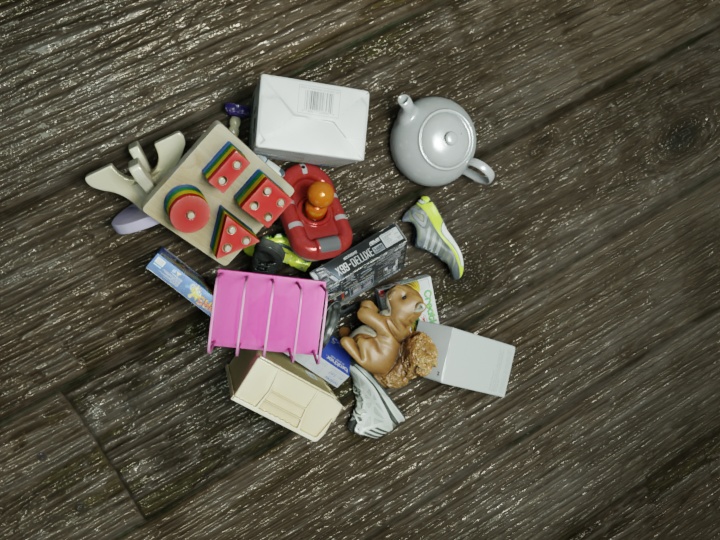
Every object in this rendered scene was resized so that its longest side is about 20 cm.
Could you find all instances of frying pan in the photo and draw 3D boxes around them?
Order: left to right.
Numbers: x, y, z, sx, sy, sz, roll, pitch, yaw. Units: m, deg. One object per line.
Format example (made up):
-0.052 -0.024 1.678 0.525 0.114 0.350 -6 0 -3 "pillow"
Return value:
-0.055 0.088 1.171 0.031 0.190 0.116 22 137 15 "frying pan"

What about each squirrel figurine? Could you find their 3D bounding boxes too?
0.076 0.135 1.196 0.187 0.142 0.200 -43 87 -1 "squirrel figurine"

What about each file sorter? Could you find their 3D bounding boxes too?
-0.161 0.083 1.009 0.198 0.125 0.141 7 94 -10 "file sorter"

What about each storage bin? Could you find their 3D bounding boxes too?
-0.155 0.227 1.147 0.198 0.200 0.094 33 87 -18 "storage bin"

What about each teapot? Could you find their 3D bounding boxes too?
0.165 -0.264 1.188 0.198 0.146 0.199 -11 102 -14 "teapot"

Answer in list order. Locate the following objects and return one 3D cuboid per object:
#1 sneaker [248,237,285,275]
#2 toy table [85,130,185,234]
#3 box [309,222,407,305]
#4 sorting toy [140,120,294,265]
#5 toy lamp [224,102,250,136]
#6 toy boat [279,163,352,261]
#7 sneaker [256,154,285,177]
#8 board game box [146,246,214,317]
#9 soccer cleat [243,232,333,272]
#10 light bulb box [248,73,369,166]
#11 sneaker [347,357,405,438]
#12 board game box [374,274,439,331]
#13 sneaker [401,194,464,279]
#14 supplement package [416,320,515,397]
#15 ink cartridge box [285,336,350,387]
-0.197 0.022 1.124 0.060 0.200 0.105 21 65 -5 "sneaker"
-0.380 -0.163 1.049 0.199 0.184 0.118 -34 123 -17 "toy table"
0.000 0.000 1.178 0.199 0.158 0.050 -31 72 -8 "box"
-0.237 -0.117 1.013 0.199 0.070 0.200 -46 134 4 "sorting toy"
-0.257 -0.220 1.124 0.058 0.058 0.202 7 96 -16 "toy lamp"
-0.087 -0.126 1.118 0.129 0.131 0.201 -13 66 -25 "toy boat"
-0.211 -0.123 1.116 0.070 0.073 0.201 28 116 -9 "sneaker"
-0.314 0.035 1.106 0.200 0.135 0.035 41 86 -16 "board game box"
-0.138 -0.036 1.180 0.198 0.065 0.085 -5 95 -16 "soccer cleat"
-0.105 -0.272 1.083 0.196 0.200 0.126 5 96 -16 "light bulb box"
0.005 0.293 1.266 0.115 0.076 0.201 -39 109 -9 "sneaker"
0.112 0.122 1.290 0.125 0.035 0.202 -15 102 -14 "board game box"
0.159 -0.062 1.265 0.081 0.074 0.201 -31 100 1 "sneaker"
0.220 0.193 1.257 0.199 0.117 0.118 19 84 -34 "supplement package"
-0.110 0.151 1.199 0.199 0.094 0.044 37 115 -17 "ink cartridge box"
